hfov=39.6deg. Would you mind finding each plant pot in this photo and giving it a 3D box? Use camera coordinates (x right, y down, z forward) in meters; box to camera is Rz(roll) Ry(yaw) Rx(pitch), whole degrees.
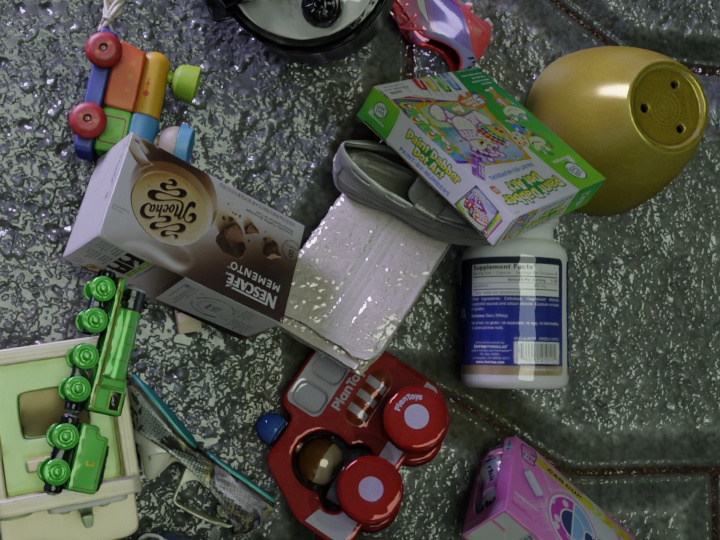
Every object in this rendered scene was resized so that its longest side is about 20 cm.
[{"bbox_3d":[0.305,-0.170,1.128,0.200,0.142,0.200,2,85,-19],"label":"plant pot"}]

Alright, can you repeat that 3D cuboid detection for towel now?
[{"bbox_3d":[0.000,0.000,1.036,0.133,0.034,0.200,29,67,10],"label":"towel"}]

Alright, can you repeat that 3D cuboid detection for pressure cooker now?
[{"bbox_3d":[-0.048,-0.293,0.969,0.179,0.200,0.176,26,99,-1],"label":"pressure cooker"}]

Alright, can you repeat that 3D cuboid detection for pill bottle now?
[{"bbox_3d":[0.167,0.027,1.080,0.116,0.116,0.200,3,84,-18],"label":"pill bottle"}]

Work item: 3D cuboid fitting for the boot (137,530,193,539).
[{"bbox_3d":[-0.222,0.285,0.961,0.200,0.073,0.090,29,71,-23],"label":"boot"}]

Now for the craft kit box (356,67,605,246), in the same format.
[{"bbox_3d":[0.128,-0.125,1.027,0.198,0.049,0.200,47,38,16],"label":"craft kit box"}]

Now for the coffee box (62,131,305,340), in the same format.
[{"bbox_3d":[-0.162,-0.027,0.952,0.200,0.080,0.113,29,58,-30],"label":"coffee box"}]

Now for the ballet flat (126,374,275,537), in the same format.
[{"bbox_3d":[-0.173,0.190,0.980,0.200,0.072,0.072,44,74,-10],"label":"ballet flat"}]

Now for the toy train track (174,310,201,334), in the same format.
[{"bbox_3d":[-0.187,-0.036,1.011,0.115,0.033,0.200,-9,88,-19],"label":"toy train track"}]

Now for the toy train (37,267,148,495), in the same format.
[{"bbox_3d":[-0.231,0.098,0.871,0.056,0.042,0.200,17,76,-24],"label":"toy train"}]

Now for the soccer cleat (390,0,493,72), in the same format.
[{"bbox_3d":[0.055,-0.293,1.098,0.200,0.067,0.076,35,81,-15],"label":"soccer cleat"}]

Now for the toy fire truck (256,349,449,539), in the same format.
[{"bbox_3d":[-0.012,0.169,1.026,0.168,0.112,0.200,33,75,11],"label":"toy fire truck"}]

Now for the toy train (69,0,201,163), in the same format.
[{"bbox_3d":[-0.208,-0.199,0.983,0.116,0.085,0.200,12,82,-9],"label":"toy train"}]

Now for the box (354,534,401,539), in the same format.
[{"bbox_3d":[-0.012,0.324,0.932,0.176,0.200,0.097,-10,87,-36],"label":"box"}]

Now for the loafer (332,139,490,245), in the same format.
[{"bbox_3d":[0.065,-0.080,1.022,0.200,0.070,0.070,18,67,6],"label":"loafer"}]

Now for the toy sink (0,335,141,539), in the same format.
[{"bbox_3d":[-0.276,0.165,0.924,0.130,0.112,0.200,-7,88,-18],"label":"toy sink"}]

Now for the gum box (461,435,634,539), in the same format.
[{"bbox_3d":[0.201,0.280,1.067,0.200,0.066,0.114,41,33,-11],"label":"gum box"}]
